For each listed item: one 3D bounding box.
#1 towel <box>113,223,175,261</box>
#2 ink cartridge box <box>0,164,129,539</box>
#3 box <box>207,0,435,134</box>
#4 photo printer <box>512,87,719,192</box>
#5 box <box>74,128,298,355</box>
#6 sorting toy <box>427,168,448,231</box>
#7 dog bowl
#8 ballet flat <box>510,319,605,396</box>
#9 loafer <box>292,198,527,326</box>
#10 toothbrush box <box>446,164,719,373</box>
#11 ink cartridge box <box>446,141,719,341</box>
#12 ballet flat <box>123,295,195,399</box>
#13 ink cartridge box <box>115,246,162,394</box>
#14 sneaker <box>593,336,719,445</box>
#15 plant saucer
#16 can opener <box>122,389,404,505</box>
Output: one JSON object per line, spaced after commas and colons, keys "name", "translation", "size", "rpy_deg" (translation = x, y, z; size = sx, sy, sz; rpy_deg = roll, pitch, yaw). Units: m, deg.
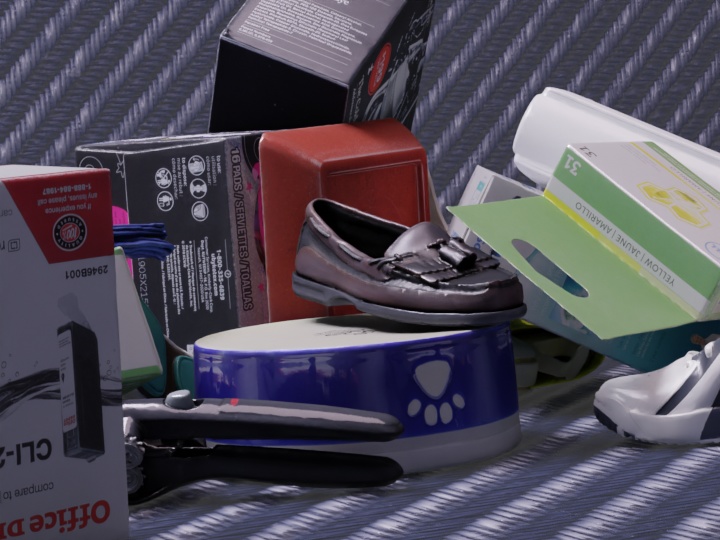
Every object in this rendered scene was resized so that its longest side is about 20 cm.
{"name": "towel", "translation": [-0.228, -0.002, 1.606], "size": [0.199, 0.024, 0.145], "rpy_deg": [-10, -2, 17]}
{"name": "ink cartridge box", "translation": [-0.201, 0.052, 1.337], "size": [0.084, 0.201, 0.144], "rpy_deg": [5, 10, 43]}
{"name": "box", "translation": [-0.030, -0.131, 1.911], "size": [0.104, 0.200, 0.182], "rpy_deg": [21, 46, 11]}
{"name": "photo printer", "translation": [0.220, -0.053, 1.821], "size": [0.199, 0.070, 0.166], "rpy_deg": [24, 0, 22]}
{"name": "box", "translation": [-0.106, 0.006, 1.805], "size": [0.132, 0.201, 0.115], "rpy_deg": [-1, 6, 30]}
{"name": "sorting toy", "translation": [-0.009, -0.011, 2.028], "size": [0.199, 0.181, 0.107], "rpy_deg": [-5, 0, -14]}
{"name": "dog bowl", "translation": [-0.003, 0.075, 1.605], "size": [0.199, 0.079, 0.200], "rpy_deg": [-5, 5, 0]}
{"name": "ballet flat", "translation": [0.107, 0.060, 1.830], "size": [0.067, 0.067, 0.200], "rpy_deg": [24, 18, 32]}
{"name": "loafer", "translation": [0.024, -0.006, 1.611], "size": [0.072, 0.063, 0.200], "rpy_deg": [-9, 11, -37]}
{"name": "toothbrush box", "translation": [0.157, 0.007, 1.769], "size": [0.199, 0.086, 0.146], "rpy_deg": [22, 4, -2]}
{"name": "ink cartridge box", "translation": [0.169, -0.023, 1.632], "size": [0.145, 0.048, 0.200], "rpy_deg": [41, 27, 30]}
{"name": "ballet flat", "translation": [-0.141, 0.066, 1.644], "size": [0.069, 0.070, 0.200], "rpy_deg": [-2, -25, 29]}
{"name": "ink cartridge box", "translation": [-0.238, 0.066, 1.526], "size": [0.200, 0.088, 0.145], "rpy_deg": [-26, -11, 38]}
{"name": "sneaker", "translation": [0.233, 0.034, 1.553], "size": [0.198, 0.130, 0.079], "rpy_deg": [-2, 4, 28]}
{"name": "plant saucer", "translation": [0.000, 0.000, 1.778], "size": [0.037, 0.201, 0.200], "rpy_deg": [-1, 6, 29]}
{"name": "can opener", "translation": [-0.073, 0.096, 1.487], "size": [0.199, 0.064, 0.079], "rpy_deg": [-2, 28, 11]}
